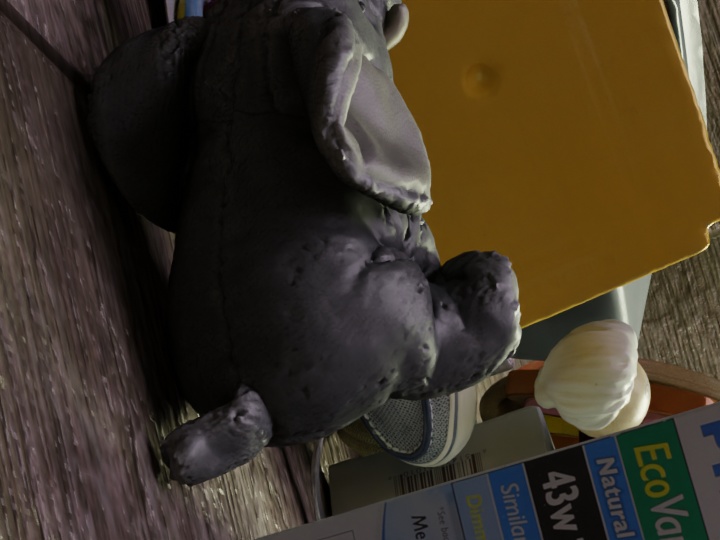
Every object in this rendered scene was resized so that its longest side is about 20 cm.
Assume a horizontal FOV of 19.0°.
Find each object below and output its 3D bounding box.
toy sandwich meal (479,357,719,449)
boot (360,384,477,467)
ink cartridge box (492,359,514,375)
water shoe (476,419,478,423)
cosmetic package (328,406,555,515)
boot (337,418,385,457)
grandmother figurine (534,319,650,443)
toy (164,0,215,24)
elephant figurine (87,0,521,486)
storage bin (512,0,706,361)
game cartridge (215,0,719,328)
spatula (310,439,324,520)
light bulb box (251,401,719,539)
[{"bbox_3d":[0.150,0.109,1.166,0.205,0.203,0.071,61,40,-58],"label":"toy sandwich meal"},{"bbox_3d":[-0.015,0.013,0.934,0.090,0.072,0.201,-40,117,-45],"label":"boot"},{"bbox_3d":[0.073,-0.002,1.228,0.200,0.172,0.044,-89,160,-67],"label":"ink cartridge box"},{"bbox_3d":[0.053,0.131,1.183,0.201,0.071,0.079,-99,171,-45],"label":"water shoe"},{"bbox_3d":[0.067,0.176,1.034,0.081,0.112,0.201,-97,169,-55],"label":"cosmetic package"},{"bbox_3d":[0.000,0.000,1.093,0.200,0.072,0.157,-118,-167,-69],"label":"boot"},{"bbox_3d":[0.127,0.103,1.010,0.122,0.060,0.201,-116,-175,-53],"label":"grandmother figurine"},{"bbox_3d":[-0.056,-0.102,0.986,0.115,0.047,0.201,56,18,-61],"label":"toy"},{"bbox_3d":[-0.028,-0.048,0.775,0.155,0.140,0.202,-147,-136,-78],"label":"elephant figurine"},{"bbox_3d":[0.081,-0.049,1.004,0.200,0.144,0.135,68,29,-61],"label":"storage bin"},{"bbox_3d":[0.045,-0.076,0.876,0.032,0.175,0.201,-176,-114,-75],"label":"game cartridge"},{"bbox_3d":[-0.014,0.102,0.937,0.057,0.020,0.202,-49,122,-81],"label":"spatula"},{"bbox_3d":[0.083,0.177,0.792,0.125,0.198,0.200,56,18,-66],"label":"light bulb box"}]
